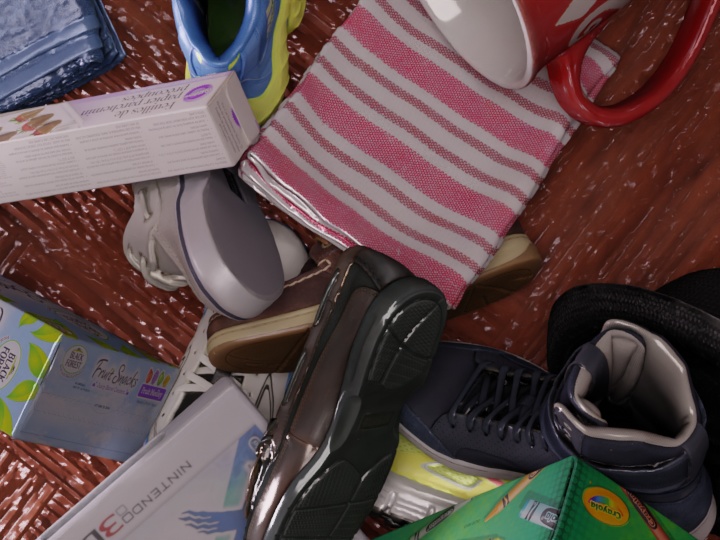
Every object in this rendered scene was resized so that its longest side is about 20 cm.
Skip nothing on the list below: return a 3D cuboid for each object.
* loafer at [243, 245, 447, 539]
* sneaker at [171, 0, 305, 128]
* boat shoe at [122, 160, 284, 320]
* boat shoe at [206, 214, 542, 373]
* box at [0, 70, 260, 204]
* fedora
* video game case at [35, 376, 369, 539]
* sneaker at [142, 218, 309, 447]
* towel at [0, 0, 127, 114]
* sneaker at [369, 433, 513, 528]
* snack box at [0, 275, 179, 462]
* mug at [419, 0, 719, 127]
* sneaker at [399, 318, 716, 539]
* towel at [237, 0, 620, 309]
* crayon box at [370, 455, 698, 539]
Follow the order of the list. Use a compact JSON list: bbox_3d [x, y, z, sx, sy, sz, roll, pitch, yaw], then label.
[{"bbox_3d":[-0.017,0.081,1.608,0.063,0.072,0.201,40,114,36],"label":"loafer"},{"bbox_3d":[-0.064,-0.180,1.656,0.075,0.105,0.201,-1,73,4],"label":"sneaker"},{"bbox_3d":[-0.094,-0.020,1.634,0.070,0.200,0.071,-40,120,11],"label":"boat shoe"},{"bbox_3d":[0.000,0.000,1.663,0.199,0.072,0.072,-19,72,-16],"label":"boat shoe"},{"bbox_3d":[-0.150,-0.069,1.641,0.199,0.039,0.042,-9,120,31],"label":"box"},{"bbox_3d":[0.200,0.058,1.627,0.200,0.201,0.092,42,61,5],"label":"fedora"},{"bbox_3d":[-0.080,0.189,1.654,0.182,0.022,0.200,-41,111,-3],"label":"video game case"},{"bbox_3d":[-0.075,0.068,1.680,0.072,0.072,0.201,18,88,6],"label":"sneaker"},{"bbox_3d":[-0.224,-0.186,1.711,0.111,0.049,0.201,-26,88,7],"label":"towel"},{"bbox_3d":[0.100,0.123,1.664,0.199,0.078,0.091,20,80,1],"label":"sneaker"},{"bbox_3d":[-0.220,0.029,1.623,0.199,0.169,0.068,28,91,19],"label":"snack box"},{"bbox_3d":[0.134,-0.193,1.645,0.200,0.178,0.133,-35,47,-15],"label":"mug"},{"bbox_3d":[0.094,0.064,1.575,0.202,0.146,0.077,22,68,19],"label":"sneaker"},{"bbox_3d":[0.040,-0.089,1.658,0.146,0.030,0.200,33,64,5],"label":"towel"},{"bbox_3d":[0.090,0.174,1.589,0.119,0.200,0.058,34,55,-21],"label":"crayon box"}]
